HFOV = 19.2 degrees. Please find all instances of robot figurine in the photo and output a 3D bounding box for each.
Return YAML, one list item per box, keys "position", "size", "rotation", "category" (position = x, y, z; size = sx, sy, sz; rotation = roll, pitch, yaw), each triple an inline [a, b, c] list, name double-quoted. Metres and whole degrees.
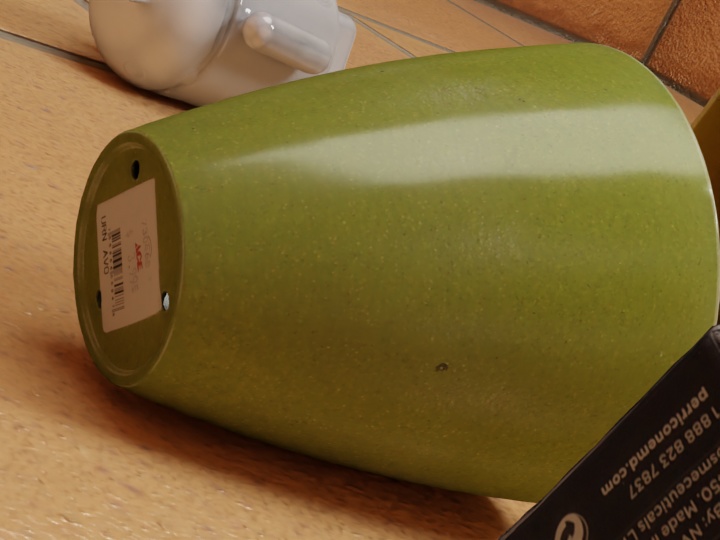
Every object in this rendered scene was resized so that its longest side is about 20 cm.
- position: [-0.094, -0.162, 1.378]
  size: [0.169, 0.113, 0.200]
  rotation: [18, 2, 43]
  category: "robot figurine"

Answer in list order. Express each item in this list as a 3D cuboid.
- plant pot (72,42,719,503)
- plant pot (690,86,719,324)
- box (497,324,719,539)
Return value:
- position: [0.000, 0.000, 0.812]
  size: [0.200, 0.187, 0.187]
  rotation: [1, 24, -31]
  category: "plant pot"
- position: [0.256, 0.031, 1.168]
  size: [0.176, 0.200, 0.200]
  rotation: [33, 8, -27]
  category: "plant pot"
- position: [0.144, 0.138, 0.477]
  size: [0.197, 0.117, 0.200]
  rotation: [17, 36, -40]
  category: "box"
